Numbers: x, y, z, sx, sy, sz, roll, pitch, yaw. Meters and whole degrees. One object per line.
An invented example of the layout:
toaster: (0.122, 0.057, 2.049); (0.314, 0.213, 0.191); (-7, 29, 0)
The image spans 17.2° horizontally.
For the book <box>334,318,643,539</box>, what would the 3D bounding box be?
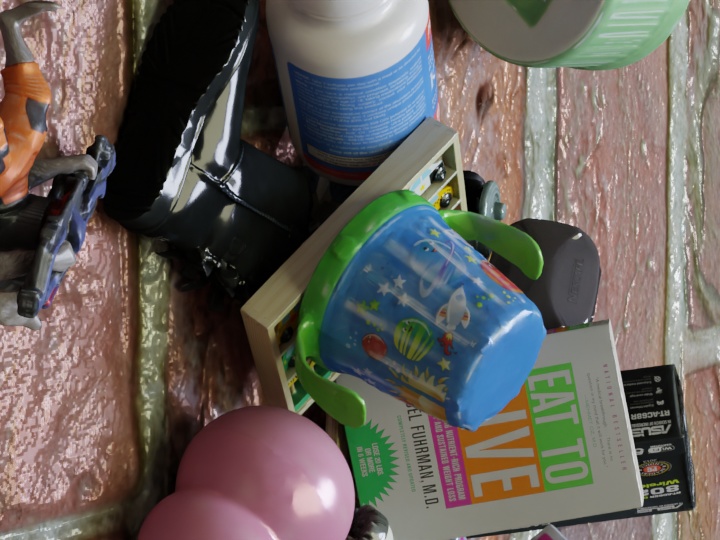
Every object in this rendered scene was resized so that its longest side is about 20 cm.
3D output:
book: (0.092, 0.116, 1.691); (0.048, 0.199, 0.135); (-44, 122, -80)

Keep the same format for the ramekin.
ramekin: (0.154, -0.251, 1.843); (0.097, 0.199, 0.202); (-13, 104, -48)

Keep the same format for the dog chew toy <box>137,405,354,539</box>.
dog chew toy: (-0.091, 0.185, 1.575); (0.200, 0.124, 0.125); (-51, 134, -31)

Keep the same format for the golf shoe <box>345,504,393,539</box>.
golf shoe: (-0.008, 0.251, 1.666); (0.077, 0.088, 0.201); (-86, -163, -61)

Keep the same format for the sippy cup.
sippy cup: (0.048, 0.036, 1.597); (0.178, 0.130, 0.140); (-55, 153, -2)

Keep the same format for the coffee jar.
coffee jar: (0.131, 0.046, 1.792); (0.200, 0.085, 0.105); (91, 10, -62)

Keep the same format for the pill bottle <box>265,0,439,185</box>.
pill bottle: (-0.006, -0.157, 1.621); (0.200, 0.112, 0.113); (81, 29, -58)

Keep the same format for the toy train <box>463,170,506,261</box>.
toy train: (0.060, 0.008, 1.810); (0.200, 0.085, 0.115); (-66, 157, -52)

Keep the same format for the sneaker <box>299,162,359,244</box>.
sneaker: (-0.013, -0.032, 1.724); (0.200, 0.077, 0.085); (-53, 144, -30)

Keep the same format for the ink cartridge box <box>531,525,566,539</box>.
ink cartridge box: (0.114, 0.271, 1.757); (0.119, 0.042, 0.200); (-39, 152, -11)

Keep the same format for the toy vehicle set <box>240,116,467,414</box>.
toy vehicle set: (0.000, 0.000, 1.654); (0.200, 0.026, 0.125); (-46, 152, -21)

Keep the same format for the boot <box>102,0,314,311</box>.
boot: (-0.084, -0.080, 1.594); (0.162, 0.073, 0.199); (35, 71, -51)

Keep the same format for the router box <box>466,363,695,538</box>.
router box: (0.149, 0.139, 1.787); (0.150, 0.199, 0.063); (67, 17, -62)

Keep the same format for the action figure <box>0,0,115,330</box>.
action figure: (-0.210, -0.060, 1.412); (0.200, 0.104, 0.195); (-71, 161, -69)

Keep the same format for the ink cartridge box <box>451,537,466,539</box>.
ink cartridge box: (0.058, 0.281, 1.833); (0.200, 0.042, 0.120); (77, 29, -61)

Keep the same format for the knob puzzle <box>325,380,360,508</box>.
knob puzzle: (0.010, 0.135, 1.791); (0.219, 0.030, 0.221); (-10, 90, -69)
